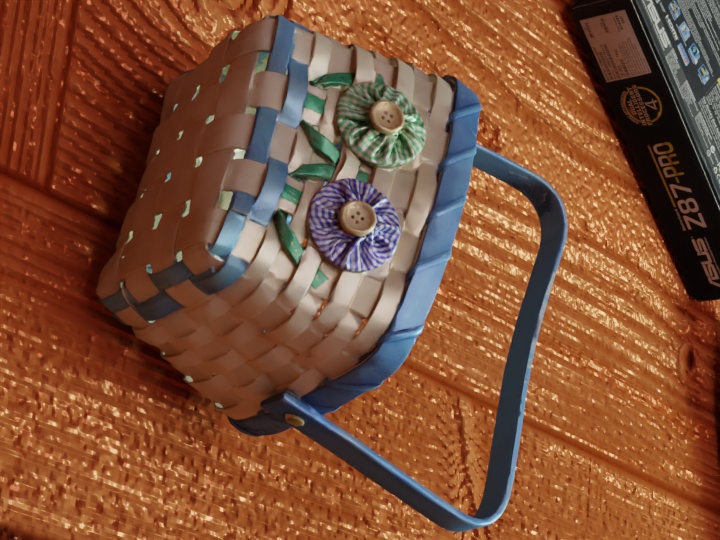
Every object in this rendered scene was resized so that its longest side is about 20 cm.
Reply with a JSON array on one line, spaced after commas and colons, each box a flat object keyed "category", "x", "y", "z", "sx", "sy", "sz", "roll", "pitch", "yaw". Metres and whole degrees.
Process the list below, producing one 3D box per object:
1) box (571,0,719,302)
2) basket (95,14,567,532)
[{"category": "box", "x": 0.211, "y": -0.107, "z": 1.306, "sx": 0.161, "sy": 0.049, "sz": 0.200, "roll": -48, "pitch": 118, "yaw": -44}, {"category": "basket", "x": 0.000, "y": 0.000, "z": 0.943, "sx": 0.200, "sy": 0.139, "sz": 0.176, "roll": 32, "pitch": 56, "yaw": -31}]
